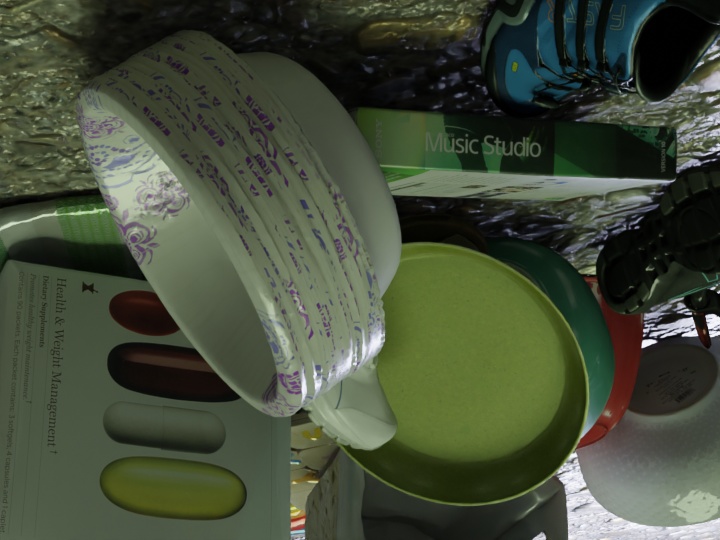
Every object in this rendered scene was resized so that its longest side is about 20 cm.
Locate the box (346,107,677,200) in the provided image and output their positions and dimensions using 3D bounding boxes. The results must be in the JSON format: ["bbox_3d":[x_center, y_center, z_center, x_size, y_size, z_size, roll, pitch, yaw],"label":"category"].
[{"bbox_3d":[0.064,-0.066,0.904,0.198,0.037,0.144,0,178,-21],"label":"box"}]

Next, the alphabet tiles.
[{"bbox_3d":[0.012,0.163,1.283,0.194,0.015,0.200,-14,144,18],"label":"alphabet tiles"}]

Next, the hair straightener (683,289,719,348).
[{"bbox_3d":[0.304,0.023,1.247,0.076,0.041,0.200,-13,161,14],"label":"hair straightener"}]

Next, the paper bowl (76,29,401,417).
[{"bbox_3d":[-0.055,-0.032,0.805,0.104,0.201,0.201,-32,166,-19],"label":"paper bowl"}]

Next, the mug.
[{"bbox_3d":[0.088,0.056,1.120,0.183,0.153,0.114,-12,156,12],"label":"mug"}]

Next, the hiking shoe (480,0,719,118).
[{"bbox_3d":[0.124,-0.119,0.776,0.074,0.088,0.200,4,156,-26],"label":"hiking shoe"}]

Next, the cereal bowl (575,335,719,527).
[{"bbox_3d":[0.280,0.125,1.349,0.198,0.201,0.084,-14,123,17],"label":"cereal bowl"}]

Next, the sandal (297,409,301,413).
[{"bbox_3d":[-0.131,0.130,1.363,0.199,0.081,0.054,-21,177,21],"label":"sandal"}]

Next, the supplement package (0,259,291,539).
[{"bbox_3d":[-0.162,0.119,1.038,0.198,0.193,0.147,9,154,-23],"label":"supplement package"}]

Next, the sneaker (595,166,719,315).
[{"bbox_3d":[0.246,-0.027,1.096,0.079,0.076,0.200,-12,169,-27],"label":"sneaker"}]

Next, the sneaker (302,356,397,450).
[{"bbox_3d":[-0.018,0.030,0.984,0.086,0.075,0.201,-25,115,5],"label":"sneaker"}]

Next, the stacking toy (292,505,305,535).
[{"bbox_3d":[-0.076,0.180,1.421,0.115,0.111,0.200,-8,163,1],"label":"stacking toy"}]

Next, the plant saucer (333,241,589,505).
[{"bbox_3d":[0.058,0.066,1.033,0.199,0.201,0.031,-18,-162,26],"label":"plant saucer"}]

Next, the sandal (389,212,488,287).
[{"bbox_3d":[0.000,0.000,1.076,0.081,0.055,0.199,35,135,-31],"label":"sandal"}]

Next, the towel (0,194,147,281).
[{"bbox_3d":[-0.153,-0.012,1.037,0.198,0.031,0.149,-6,159,-4],"label":"towel"}]

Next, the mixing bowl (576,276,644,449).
[{"bbox_3d":[0.154,0.092,1.294,0.198,0.109,0.200,-7,159,-3],"label":"mixing bowl"}]

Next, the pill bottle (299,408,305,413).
[{"bbox_3d":[0.023,0.153,1.398,0.112,0.114,0.200,-17,156,25],"label":"pill bottle"}]

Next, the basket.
[{"bbox_3d":[0.057,0.232,1.253,0.198,0.137,0.124,13,146,-18],"label":"basket"}]
